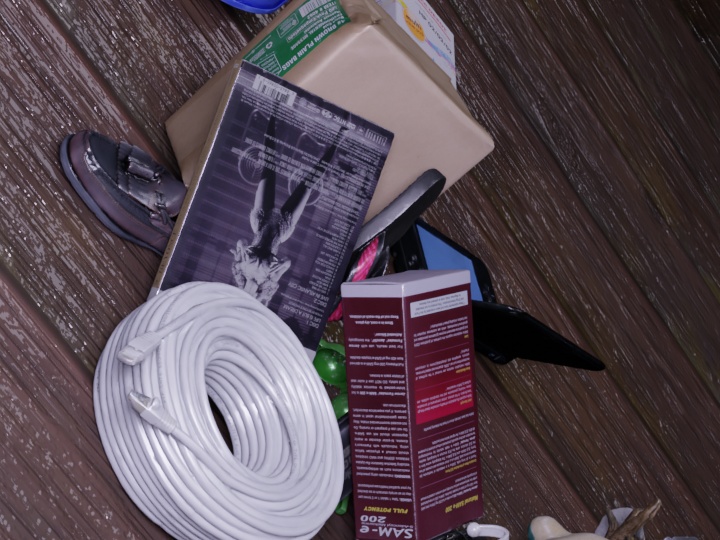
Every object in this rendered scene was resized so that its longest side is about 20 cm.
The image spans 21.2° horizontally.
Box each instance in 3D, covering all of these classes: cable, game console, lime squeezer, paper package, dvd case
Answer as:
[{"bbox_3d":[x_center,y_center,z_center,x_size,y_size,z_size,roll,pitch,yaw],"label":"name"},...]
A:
[{"bbox_3d":[-0.095,0.106,1.336,0.200,0.069,0.200,56,30,-12],"label":"cable"},{"bbox_3d":[0.131,0.017,1.880,0.200,0.116,0.176,32,38,-52],"label":"game console"},{"bbox_3d":[-0.024,0.098,1.563,0.071,0.038,0.201,11,57,-62],"label":"lime squeezer"},{"bbox_3d":[-0.027,-0.109,1.554,0.191,0.200,0.104,39,16,-41],"label":"paper package"},{"bbox_3d":[-0.066,-0.037,1.440,0.148,0.016,0.201,23,84,-34],"label":"dvd case"}]

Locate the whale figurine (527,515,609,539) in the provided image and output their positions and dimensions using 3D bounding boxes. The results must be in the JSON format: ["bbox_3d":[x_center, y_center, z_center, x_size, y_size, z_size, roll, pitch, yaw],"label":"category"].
[{"bbox_3d":[0.160,0.295,1.699,0.199,0.104,0.160,16,47,-28],"label":"whale figurine"}]

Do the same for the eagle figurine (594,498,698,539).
[{"bbox_3d":[0.302,0.329,1.881,0.200,0.152,0.151,38,64,-13],"label":"eagle figurine"}]

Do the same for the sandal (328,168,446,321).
[{"bbox_3d":[0.000,0.000,1.519,0.045,0.200,0.075,48,-2,9],"label":"sandal"}]

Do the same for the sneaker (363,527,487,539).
[{"bbox_3d":[0.053,0.233,1.512,0.200,0.091,0.076,5,62,-62],"label":"sneaker"}]

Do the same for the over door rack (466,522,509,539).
[{"bbox_3d":[0.047,0.286,1.413,0.200,0.066,0.148,-28,120,-56],"label":"over door rack"}]

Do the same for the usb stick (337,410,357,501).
[{"bbox_3d":[-0.010,0.142,1.500,0.200,0.033,0.056,-35,113,-55],"label":"usb stick"}]

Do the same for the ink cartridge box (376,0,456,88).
[{"bbox_3d":[0.044,-0.238,2.033,0.115,0.068,0.200,47,27,-34],"label":"ink cartridge box"}]

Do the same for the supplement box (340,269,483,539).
[{"bbox_3d":[0.041,0.104,1.495,0.109,0.061,0.201,-9,97,-58],"label":"supplement box"}]

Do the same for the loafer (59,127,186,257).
[{"bbox_3d":[-0.140,-0.045,1.437,0.200,0.063,0.072,45,30,-36],"label":"loafer"}]

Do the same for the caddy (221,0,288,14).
[{"bbox_3d":[-0.111,-0.300,1.730,0.141,0.105,0.200,39,25,0],"label":"caddy"}]
